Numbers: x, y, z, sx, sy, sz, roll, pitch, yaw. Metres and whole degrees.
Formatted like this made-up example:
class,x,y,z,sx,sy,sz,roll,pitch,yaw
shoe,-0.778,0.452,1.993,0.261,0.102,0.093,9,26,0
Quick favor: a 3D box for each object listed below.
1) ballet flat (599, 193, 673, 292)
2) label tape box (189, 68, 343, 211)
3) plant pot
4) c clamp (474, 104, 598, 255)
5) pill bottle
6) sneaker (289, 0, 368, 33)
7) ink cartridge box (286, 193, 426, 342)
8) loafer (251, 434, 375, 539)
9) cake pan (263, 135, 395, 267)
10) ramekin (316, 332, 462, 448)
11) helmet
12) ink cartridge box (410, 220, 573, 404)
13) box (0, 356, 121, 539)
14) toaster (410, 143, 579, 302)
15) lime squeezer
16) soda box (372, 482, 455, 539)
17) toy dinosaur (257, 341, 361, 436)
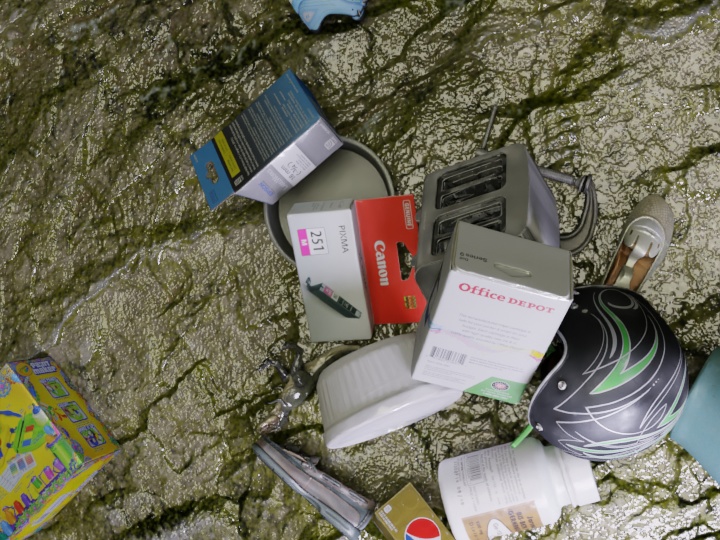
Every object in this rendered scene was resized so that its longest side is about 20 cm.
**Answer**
class,x,y,z,sx,sy,sz,roll,pitch,yaw
ballet flat,0.367,-0.007,1.177,0.067,0.062,0.203,24,94,11
label tape box,-0.137,-0.172,1.254,0.199,0.063,0.145,-39,44,9
plant pot,0.498,0.197,1.091,0.186,0.199,0.202,29,95,26
c clamp,0.242,-0.116,1.224,0.198,0.027,0.173,23,94,12
pill bottle,0.212,0.288,1.181,0.197,0.114,0.116,-18,86,11
sneaker,-0.003,-0.409,1.270,0.197,0.079,0.091,-23,103,14
ink cartridge box,0.000,0.000,1.226,0.170,0.044,0.203,-4,115,13
loafer,-0.066,0.300,1.267,0.199,0.072,0.063,41,75,3
cake pan,-0.043,-0.093,1.280,0.197,0.037,0.204,0,90,12
ramekin,0.031,0.160,1.187,0.200,0.202,0.095,-26,72,10
helmet,0.301,0.136,1.083,0.197,0.201,0.193,-9,48,12
ink cartridge box,0.153,0.054,1.052,0.143,0.088,0.202,14,137,-1
box,-0.511,0.272,1.334,0.200,0.122,0.193,-43,81,9
toaster,0.167,-0.047,1.136,0.197,0.119,0.183,-16,44,27
lime squeezer,0.249,0.147,1.194,0.070,0.038,0.203,21,67,-26
soda box,0.103,0.393,1.194,0.067,0.064,0.201,-35,74,-17
toy dinosaur,-0.094,0.150,1.280,0.088,0.048,0.200,43,104,-9
